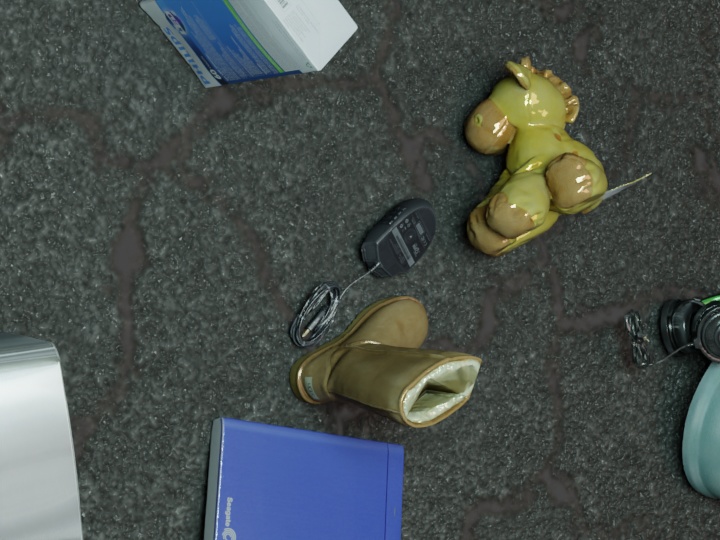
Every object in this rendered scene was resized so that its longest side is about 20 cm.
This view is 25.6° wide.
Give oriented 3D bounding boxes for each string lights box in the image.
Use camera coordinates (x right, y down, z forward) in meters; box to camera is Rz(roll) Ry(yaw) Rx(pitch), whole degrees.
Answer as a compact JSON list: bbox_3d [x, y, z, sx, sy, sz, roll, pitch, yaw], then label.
[{"bbox_3d":[-0.102,-0.221,1.376,0.059,0.199,0.103,-49,116,-22],"label":"string lights box"}]

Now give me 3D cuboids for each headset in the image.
[{"bbox_3d":[0.376,0.053,1.753,0.199,0.123,0.095,-25,104,-26],"label":"headset"}]

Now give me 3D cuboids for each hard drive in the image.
[{"bbox_3d":[-0.050,0.219,1.500,0.199,0.025,0.133,12,72,-29],"label":"hard drive"}]

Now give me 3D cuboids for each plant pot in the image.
[{"bbox_3d":[0.475,0.184,1.781,0.199,0.134,0.202,-18,118,-38],"label":"plant pot"}]

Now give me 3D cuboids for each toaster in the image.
[{"bbox_3d":[-0.306,0.143,1.248,0.118,0.200,0.183,-10,96,-29],"label":"toaster"}]

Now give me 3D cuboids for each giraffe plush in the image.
[{"bbox_3d":[0.174,-0.127,1.607,0.199,0.173,0.163,-25,83,-20],"label":"giraffe plush"}]

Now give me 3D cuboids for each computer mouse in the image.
[{"bbox_3d":[0.000,0.000,1.556,0.200,0.034,0.059,-42,129,-21],"label":"computer mouse"}]

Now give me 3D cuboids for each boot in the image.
[{"bbox_3d":[0.047,0.086,1.483,0.175,0.199,0.067,-35,110,-28],"label":"boot"}]
